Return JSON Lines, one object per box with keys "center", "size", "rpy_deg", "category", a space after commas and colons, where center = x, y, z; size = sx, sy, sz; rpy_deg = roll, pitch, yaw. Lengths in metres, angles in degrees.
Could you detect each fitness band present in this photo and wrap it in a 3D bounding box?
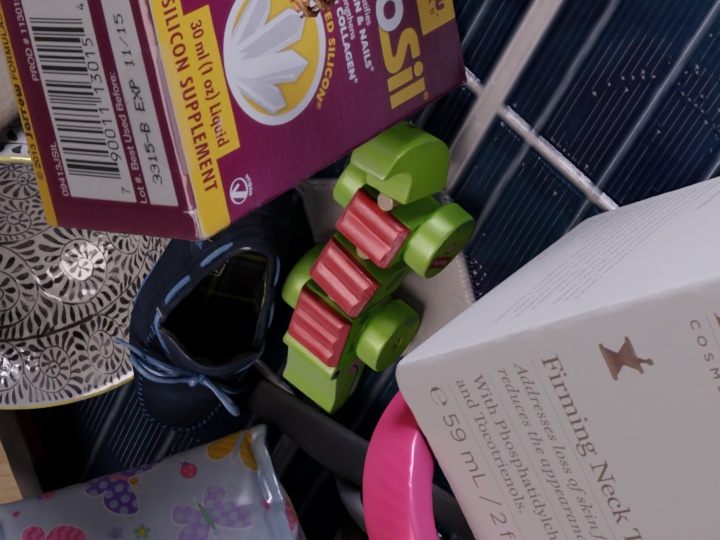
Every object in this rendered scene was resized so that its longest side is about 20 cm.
{"center": [0.074, 0.097, 1.022], "size": [0.037, 0.200, 0.144], "rpy_deg": [-16, 107, 39], "category": "fitness band"}

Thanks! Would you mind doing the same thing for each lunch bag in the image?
{"center": [-0.099, 0.198, 1.226], "size": [0.200, 0.169, 0.128], "rpy_deg": [78, 175, -54], "category": "lunch bag"}

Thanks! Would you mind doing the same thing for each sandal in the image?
{"center": [0.015, 0.123, 1.181], "size": [0.200, 0.043, 0.076], "rpy_deg": [29, 175, 36], "category": "sandal"}

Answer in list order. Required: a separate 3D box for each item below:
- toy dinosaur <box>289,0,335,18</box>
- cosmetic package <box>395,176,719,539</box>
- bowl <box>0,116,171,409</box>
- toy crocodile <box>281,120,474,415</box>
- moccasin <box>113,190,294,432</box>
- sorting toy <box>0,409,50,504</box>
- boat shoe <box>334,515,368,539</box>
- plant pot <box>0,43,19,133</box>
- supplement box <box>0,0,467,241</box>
{"center": [0.056, -0.177, 0.917], "size": [0.199, 0.136, 0.103], "rpy_deg": [-16, 88, 4], "category": "toy dinosaur"}
{"center": [0.159, 0.058, 0.948], "size": [0.200, 0.166, 0.168], "rpy_deg": [-19, 101, 45], "category": "cosmetic package"}
{"center": [-0.193, -0.022, 1.242], "size": [0.094, 0.200, 0.201], "rpy_deg": [-99, 24, -42], "category": "bowl"}
{"center": [0.000, 0.000, 1.131], "size": [0.067, 0.062, 0.200], "rpy_deg": [42, 135, 15], "category": "toy crocodile"}
{"center": [-0.087, 0.026, 1.187], "size": [0.080, 0.068, 0.200], "rpy_deg": [7, 137, -9], "category": "moccasin"}
{"center": [-0.262, 0.145, 1.426], "size": [0.199, 0.070, 0.200], "rpy_deg": [-1, 118, 32], "category": "sorting toy"}
{"center": [0.051, 0.218, 1.204], "size": [0.200, 0.072, 0.068], "rpy_deg": [46, 139, 9], "category": "boat shoe"}
{"center": [-0.256, -0.158, 1.180], "size": [0.199, 0.177, 0.201], "rpy_deg": [-3, 111, 42], "category": "plant pot"}
{"center": [-0.056, -0.110, 1.014], "size": [0.103, 0.200, 0.131], "rpy_deg": [5, 118, 39], "category": "supplement box"}
